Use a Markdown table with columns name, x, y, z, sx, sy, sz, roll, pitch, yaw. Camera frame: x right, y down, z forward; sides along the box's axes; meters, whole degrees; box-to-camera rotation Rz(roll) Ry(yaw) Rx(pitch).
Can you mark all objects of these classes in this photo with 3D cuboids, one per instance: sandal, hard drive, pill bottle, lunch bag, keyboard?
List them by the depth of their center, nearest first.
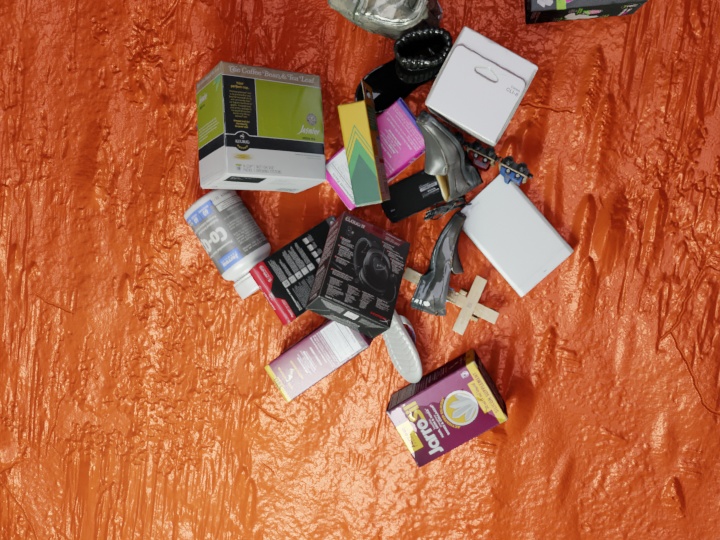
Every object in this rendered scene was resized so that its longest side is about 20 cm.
| name | x | y | z | sx | sy | sz | roll | pitch | yaw |
| --- | --- | --- | --- | --- | --- | --- | --- | --- | --- |
| lunch bag | 0.056 | -0.481 | 1.341 | 0.166 | 0.200 | 0.141 | 32 | 103 | 7 |
| hard drive | 0.288 | -0.069 | 1.440 | 0.132 | 0.026 | 0.200 | -42 | 90 | 11 |
| keyboard | 0.139 | -0.143 | 1.457 | 0.197 | 0.040 | 0.106 | -23 | 70 | 12 |
| pill bottle | -0.245 | -0.054 | 1.477 | 0.113 | 0.114 | 0.202 | -33 | 91 | 11 |
| sandal | 0.078 | 0.120 | 1.479 | 0.049 | 0.082 | 0.205 | -26 | 91 | -32 |

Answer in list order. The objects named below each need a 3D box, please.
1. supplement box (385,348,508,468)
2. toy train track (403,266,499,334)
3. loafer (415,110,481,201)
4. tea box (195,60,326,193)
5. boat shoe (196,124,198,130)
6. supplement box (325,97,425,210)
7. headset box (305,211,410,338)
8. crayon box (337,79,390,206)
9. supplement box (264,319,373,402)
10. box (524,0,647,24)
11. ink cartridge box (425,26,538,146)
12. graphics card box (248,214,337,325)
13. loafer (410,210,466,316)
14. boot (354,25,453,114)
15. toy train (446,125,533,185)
| name | x | y | z | sx | sy | sz | roll | pitch | yaw |
| --- | --- | --- | --- | --- | --- | --- | --- | --- | --- |
| supplement box | 0.166 | 0.262 | 1.458 | 0.198 | 0.103 | 0.132 | -32 | 93 | 11 |
| toy train track | 0.175 | 0.047 | 1.469 | 0.198 | 0.032 | 0.116 | 27 | 100 | 12 |
| loafer | 0.144 | -0.195 | 1.335 | 0.072 | 0.073 | 0.200 | -42 | 131 | 0 |
| tea box | -0.180 | -0.252 | 1.373 | 0.197 | 0.133 | 0.201 | 0 | 85 | -32 |
| boat shoe | -0.227 | -0.242 | 1.462 | 0.198 | 0.093 | 0.075 | 29 | 100 | 4 |
| supplement box | 0.032 | -0.215 | 1.422 | 0.199 | 0.101 | 0.104 | -38 | 91 | 11 |
| headset box | 0.000 | 0.000 | 1.406 | 0.147 | 0.077 | 0.203 | 24 | 61 | -17 |
| crayon box | 0.005 | -0.216 | 1.311 | 0.051 | 0.126 | 0.204 | -8 | 96 | 10 |
| supplement box | -0.075 | 0.157 | 1.478 | 0.199 | 0.110 | 0.086 | -36 | 90 | 10 |
| box | 0.388 | -0.523 | 1.321 | 0.196 | 0.124 | 0.151 | -2 | 98 | 8 |
| ink cartridge box | 0.209 | -0.315 | 1.333 | 0.144 | 0.200 | 0.146 | 29 | 100 | 4 |
| graphics card box | -0.099 | -0.002 | 1.441 | 0.199 | 0.051 | 0.126 | -36 | 91 | -25 |
| loafer | 0.163 | -0.012 | 1.425 | 0.071 | 0.073 | 0.203 | 23 | 98 | 8 |
| boot | 0.072 | -0.361 | 1.370 | 0.209 | 0.158 | 0.080 | -31 | 92 | 11 |
| toy train | 0.227 | -0.209 | 1.411 | 0.198 | 0.034 | 0.046 | 28 | 88 | 14 |
